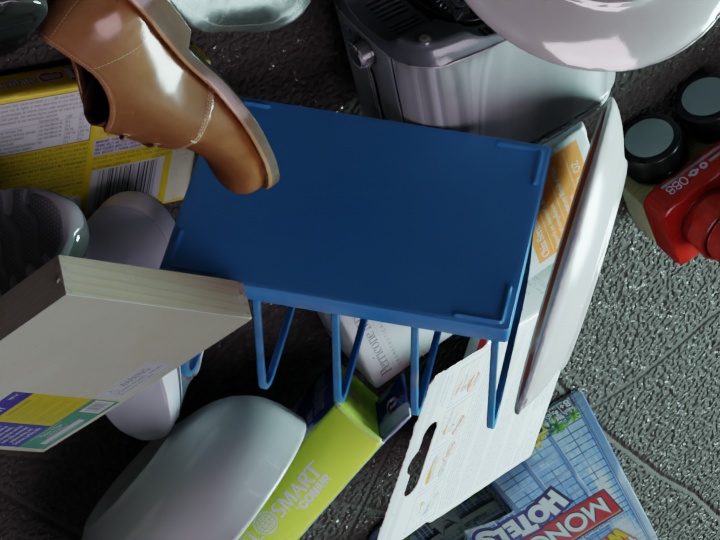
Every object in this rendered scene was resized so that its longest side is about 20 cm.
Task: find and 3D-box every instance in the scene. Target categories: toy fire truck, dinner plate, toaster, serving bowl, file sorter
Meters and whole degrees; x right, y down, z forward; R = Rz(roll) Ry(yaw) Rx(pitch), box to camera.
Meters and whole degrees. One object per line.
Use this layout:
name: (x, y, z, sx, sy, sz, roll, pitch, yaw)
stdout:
toy fire truck: (0.290, -0.062, 1.710, 0.176, 0.200, 0.129, -36, 140, -8)
dinner plate: (0.132, -0.006, 1.548, 0.024, 0.200, 0.200, 18, 121, 2)
toaster: (0.081, -0.145, 1.543, 0.200, 0.114, 0.129, -29, 142, -20)
dinner plate: (0.135, -0.214, 1.479, 0.200, 0.200, 0.024, -23, 175, -21)
serving bowl: (-0.123, 0.151, 1.613, 0.066, 0.200, 0.200, 42, 96, -7)
file sorter: (0.000, 0.000, 1.498, 0.200, 0.139, 0.123, 9, 143, 8)

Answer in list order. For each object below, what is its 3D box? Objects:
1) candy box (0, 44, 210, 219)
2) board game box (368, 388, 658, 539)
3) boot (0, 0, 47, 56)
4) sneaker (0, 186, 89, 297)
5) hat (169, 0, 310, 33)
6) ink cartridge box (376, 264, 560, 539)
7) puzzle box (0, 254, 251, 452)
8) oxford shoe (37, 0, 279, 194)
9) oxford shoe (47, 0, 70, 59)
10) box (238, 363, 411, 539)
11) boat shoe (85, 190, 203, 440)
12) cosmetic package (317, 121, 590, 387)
candy box: (-0.184, -0.069, 1.461, 0.200, 0.026, 0.102, -12, 131, -31)
board game box: (0.135, 0.210, 1.823, 0.200, 0.200, 0.062, -30, 139, -15)
boot: (-0.216, -0.184, 1.286, 0.073, 0.204, 0.154, -13, 90, -21)
sneaker: (-0.199, 0.011, 1.456, 0.082, 0.075, 0.200, -4, 156, -36)
hat: (-0.079, -0.222, 1.359, 0.201, 0.081, 0.201, -35, 135, -44)
ink cartridge box: (0.069, 0.091, 1.738, 0.200, 0.050, 0.161, -26, 141, -47)
puzzle box: (-0.174, 0.051, 1.425, 0.133, 0.025, 0.200, 8, 149, -45)
oxford shoe: (-0.109, -0.092, 1.347, 0.071, 0.071, 0.200, -46, 139, -5)
oxford shoe: (-0.134, -0.154, 1.381, 0.074, 0.071, 0.200, -40, 132, -15)
box: (-0.050, 0.141, 1.674, 0.048, 0.122, 0.200, 41, 98, -9)
boat shoe: (-0.126, 0.016, 1.551, 0.200, 0.072, 0.068, 88, 24, -45)
cosmetic package: (0.059, -0.027, 1.657, 0.200, 0.071, 0.101, -35, 139, -7)
